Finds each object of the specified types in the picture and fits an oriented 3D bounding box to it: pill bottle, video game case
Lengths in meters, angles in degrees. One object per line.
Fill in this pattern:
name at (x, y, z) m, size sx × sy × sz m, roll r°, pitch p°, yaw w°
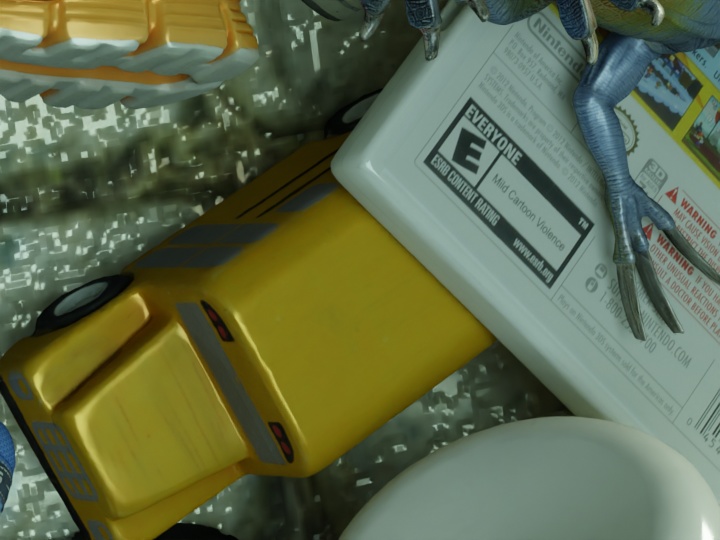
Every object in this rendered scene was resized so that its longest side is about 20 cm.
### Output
pill bottle at (0.069, 0.141, 0.787) m, size 0.109 × 0.109 × 0.200 m, roll -33°, pitch 127°, yaw -11°
video game case at (0.110, -0.032, 0.839) m, size 0.200 × 0.023 × 0.182 m, roll 44°, pitch 69°, yaw -21°

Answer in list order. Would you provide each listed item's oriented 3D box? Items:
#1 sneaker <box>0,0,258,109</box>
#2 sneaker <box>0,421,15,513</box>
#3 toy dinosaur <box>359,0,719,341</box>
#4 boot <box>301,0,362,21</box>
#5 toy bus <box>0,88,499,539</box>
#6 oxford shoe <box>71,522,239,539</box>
sneaker at (-0.118, -0.088, 0.741) m, size 0.200 × 0.078 × 0.077 m, roll 5°, pitch 76°, yaw -37°
sneaker at (-0.179, 0.024, 0.796) m, size 0.200 × 0.077 × 0.085 m, roll 37°, pitch 52°, yaw -5°
toy dinosaur at (0.089, -0.085, 0.758) m, size 0.181 × 0.105 × 0.201 m, roll -19°, pitch 96°, yaw -55°
boot at (0.016, -0.182, 0.771) m, size 0.153 × 0.073 × 0.204 m, roll -20°, pitch 83°, yaw 15°
toy bus at (0.000, 0.000, 0.832) m, size 0.200 × 0.078 × 0.065 m, roll -35°, pitch 108°, yaw -26°
oxford shoe at (-0.111, 0.113, 0.821) m, size 0.199 × 0.084 × 0.073 m, roll -12°, pitch 104°, yaw -15°
